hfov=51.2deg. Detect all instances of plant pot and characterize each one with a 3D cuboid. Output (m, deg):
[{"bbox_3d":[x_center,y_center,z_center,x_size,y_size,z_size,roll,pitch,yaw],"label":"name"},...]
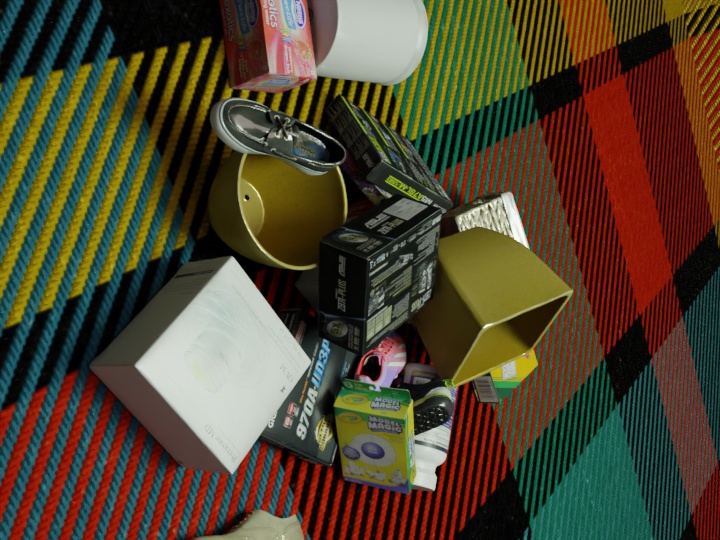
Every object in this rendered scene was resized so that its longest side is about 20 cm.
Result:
[{"bbox_3d":[-0.138,-0.095,1.072,0.199,0.141,0.202,8,79,-46],"label":"plant pot"},{"bbox_3d":[0.192,0.044,1.265,0.195,0.195,0.200,-19,60,-27],"label":"plant pot"}]

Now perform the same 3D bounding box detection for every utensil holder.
[{"bbox_3d":[-0.017,-0.396,1.222,0.199,0.169,0.171,-7,90,-45],"label":"utensil holder"}]

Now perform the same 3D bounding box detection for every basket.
[{"bbox_3d":[0.240,-0.037,1.441,0.123,0.136,0.201,-21,98,-13],"label":"basket"}]

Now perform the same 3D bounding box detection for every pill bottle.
[{"bbox_3d":[0.098,0.270,1.295,0.115,0.115,0.201,30,65,-40],"label":"pill bottle"}]

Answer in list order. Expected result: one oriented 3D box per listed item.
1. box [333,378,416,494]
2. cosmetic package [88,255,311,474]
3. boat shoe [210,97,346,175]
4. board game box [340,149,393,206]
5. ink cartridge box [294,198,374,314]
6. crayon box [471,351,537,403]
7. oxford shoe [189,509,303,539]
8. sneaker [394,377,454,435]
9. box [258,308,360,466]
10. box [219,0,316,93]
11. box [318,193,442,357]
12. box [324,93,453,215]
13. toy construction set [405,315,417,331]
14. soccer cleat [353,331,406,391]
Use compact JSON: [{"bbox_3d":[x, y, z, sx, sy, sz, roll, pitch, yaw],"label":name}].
[{"bbox_3d":[0.024,0.255,1.160,0.048,0.117,0.201,-60,151,-51],"label":"box"},{"bbox_3d":[-0.203,0.124,0.991,0.200,0.122,0.200,56,51,-26],"label":"cosmetic package"},{"bbox_3d":[-0.101,-0.177,0.976,0.199,0.056,0.069,16,74,-45],"label":"boat shoe"},{"bbox_3d":[0.047,-0.142,1.275,0.120,0.032,0.200,47,19,20],"label":"board game box"},{"bbox_3d":[0.000,0.000,1.248,0.146,0.082,0.200,54,50,-27],"label":"ink cartridge box"},{"bbox_3d":[0.279,0.143,1.543,0.172,0.058,0.201,-30,106,-44],"label":"crayon box"},{"bbox_3d":[-0.164,0.377,1.054,0.199,0.071,0.074,19,46,-43],"label":"oxford shoe"},{"bbox_3d":[0.064,0.231,1.235,0.083,0.199,0.072,-92,158,-51],"label":"sneaker"},{"bbox_3d":[-0.084,0.182,1.163,0.159,0.046,0.201,37,60,-39],"label":"box"},{"bbox_3d":[-0.142,-0.381,1.138,0.102,0.094,0.201,-7,90,-47],"label":"box"},{"bbox_3d":[0.030,0.002,1.108,0.200,0.086,0.165,-35,137,-45],"label":"box"},{"bbox_3d":[0.049,-0.192,1.273,0.193,0.048,0.200,21,31,-43],"label":"box"},{"bbox_3d":[0.166,0.110,1.398,0.131,0.092,0.200,-50,121,-26],"label":"toy construction set"},{"bbox_3d":[0.033,0.150,1.240,0.200,0.066,0.077,-60,152,-54],"label":"soccer cleat"}]
